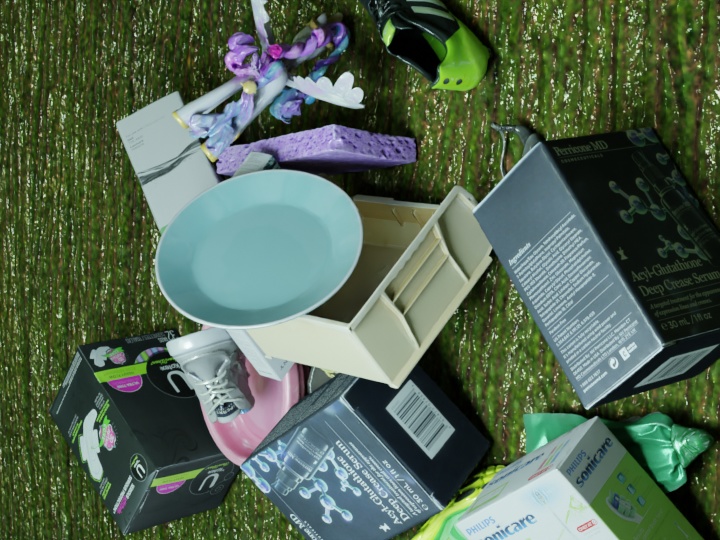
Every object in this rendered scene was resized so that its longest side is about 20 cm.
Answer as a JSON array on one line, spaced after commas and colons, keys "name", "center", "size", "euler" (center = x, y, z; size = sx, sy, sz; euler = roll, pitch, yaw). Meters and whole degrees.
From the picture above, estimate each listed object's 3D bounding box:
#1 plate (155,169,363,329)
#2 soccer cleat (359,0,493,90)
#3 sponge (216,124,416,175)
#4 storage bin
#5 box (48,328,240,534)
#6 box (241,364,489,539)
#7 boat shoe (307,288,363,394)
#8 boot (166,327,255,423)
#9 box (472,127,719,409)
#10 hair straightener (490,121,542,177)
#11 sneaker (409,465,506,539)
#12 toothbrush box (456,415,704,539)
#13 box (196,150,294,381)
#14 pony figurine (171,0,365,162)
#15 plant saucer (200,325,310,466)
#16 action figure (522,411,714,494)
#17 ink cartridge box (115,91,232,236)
[{"name": "plate", "center": [-0.093, -0.016, 1.487], "size": [0.200, 0.200, 0.026], "euler": [39, 155, 37]}, {"name": "soccer cleat", "center": [0.044, -0.242, 1.521], "size": [0.200, 0.081, 0.068], "euler": [48, 131, 31]}, {"name": "sponge", "center": [-0.048, -0.118, 1.630], "size": [0.200, 0.111, 0.030], "euler": [-6, 83, 49]}, {"name": "storage bin", "center": [0.000, 0.000, 1.533], "size": [0.200, 0.199, 0.094], "euler": [8, 143, 48]}, {"name": "box", "center": [-0.253, 0.190, 1.910], "size": [0.200, 0.148, 0.124], "euler": [53, 132, 28]}, {"name": "box", "center": [0.002, 0.186, 1.598], "size": [0.148, 0.107, 0.200], "euler": [47, 137, -4]}, {"name": "boat shoe", "center": [-0.015, 0.078, 1.676], "size": [0.072, 0.060, 0.201], "euler": [54, 134, 25]}, {"name": "boot", "center": [-0.148, 0.113, 1.679], "size": [0.073, 0.200, 0.096], "euler": [-17, 83, 7]}, {"name": "box", "center": [0.216, -0.006, 1.324], "size": [0.107, 0.148, 0.200], "euler": [-48, 63, 43]}, {"name": "hair straightener", "center": [0.164, -0.049, 1.456], "size": [0.077, 0.041, 0.200], "euler": [-47, 63, 43]}, {"name": "sneaker", "center": [0.108, 0.266, 1.585], "size": [0.084, 0.074, 0.200], "euler": [41, 128, 4]}, {"name": "toothbrush box", "center": [0.208, 0.249, 1.388], "size": [0.200, 0.086, 0.146], "euler": [50, 136, -2]}, {"name": "box", "center": [-0.096, -0.002, 1.618], "size": [0.036, 0.144, 0.200], "euler": [16, 151, 40]}, {"name": "pony figurine", "center": [-0.091, -0.197, 1.574], "size": [0.167, 0.200, 0.193], "euler": [52, 180, -7]}, {"name": "plant saucer", "center": [-0.117, 0.122, 1.800], "size": [0.200, 0.051, 0.201], "euler": [6, 97, 55]}, {"name": "action figure", "center": [0.233, 0.169, 1.417], "size": [0.200, 0.055, 0.118], "euler": [-21, 81, 49]}, {"name": "ink cartridge box", "center": [-0.177, -0.076, 1.738], "size": [0.084, 0.146, 0.200], "euler": [-27, 62, 4]}]
